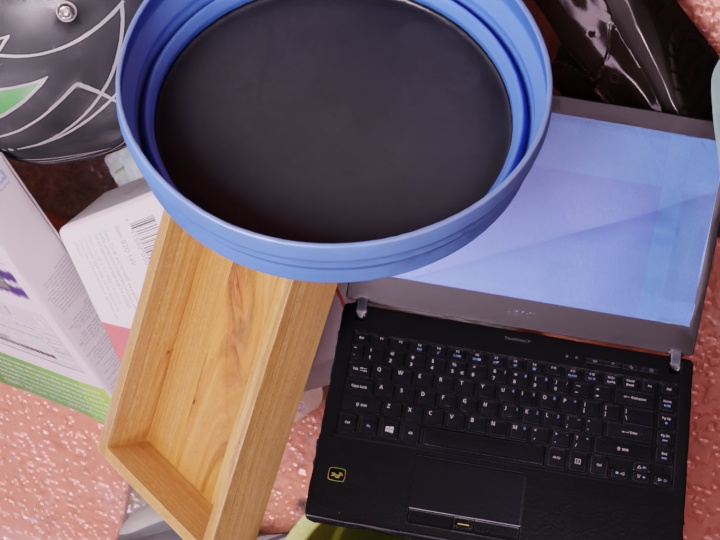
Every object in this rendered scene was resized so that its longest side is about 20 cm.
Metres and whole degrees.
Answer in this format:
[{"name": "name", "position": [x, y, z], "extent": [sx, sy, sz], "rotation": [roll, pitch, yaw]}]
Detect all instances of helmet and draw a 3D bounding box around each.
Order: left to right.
[{"name": "helmet", "position": [-0.156, -0.149, 1.095], "extent": [0.191, 0.200, 0.200], "rotation": [46, 117, 7]}]

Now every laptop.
[{"name": "laptop", "position": [0.078, 0.023, 0.995], "extent": [0.176, 0.201, 0.103], "rotation": [9, 141, 2]}]

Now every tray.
[{"name": "tray", "position": [-0.067, 0.033, 1.050], "extent": [0.099, 0.037, 0.201], "rotation": [40, 123, 36]}]

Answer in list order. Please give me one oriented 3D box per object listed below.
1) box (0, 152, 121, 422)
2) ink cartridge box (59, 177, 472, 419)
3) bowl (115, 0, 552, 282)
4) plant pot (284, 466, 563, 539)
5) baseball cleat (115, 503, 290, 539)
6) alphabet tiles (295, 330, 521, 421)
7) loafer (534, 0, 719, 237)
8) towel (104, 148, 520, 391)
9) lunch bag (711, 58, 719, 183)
[{"name": "box", "position": [-0.203, 0.002, 1.172], "extent": [0.144, 0.036, 0.200], "rotation": [16, 147, 40]}, {"name": "ink cartridge box", "position": [-0.041, -0.011, 1.106], "extent": [0.199, 0.068, 0.117], "rotation": [-18, 103, 24]}, {"name": "bowl", "position": [-0.012, -0.079, 0.981], "extent": [0.200, 0.201, 0.039], "rotation": [19, 146, 12]}, {"name": "plant pot", "position": [0.073, 0.157, 1.124], "extent": [0.199, 0.190, 0.201], "rotation": [6, 112, 17]}, {"name": "baseball cleat", "position": [-0.059, 0.190, 1.229], "extent": [0.199, 0.107, 0.070], "rotation": [5, 124, 23]}, {"name": "alphabet tiles", "position": [0.000, 0.000, 1.190], "extent": [0.200, 0.015, 0.196], "rotation": [-35, 92, 26]}, {"name": "loafer", "position": [0.135, -0.105, 1.083], "extent": [0.071, 0.073, 0.201], "rotation": [-23, 95, 34]}, {"name": "towel", "position": [-0.028, -0.023, 1.161], "extent": [0.199, 0.048, 0.172], "rotation": [-15, 104, 24]}, {"name": "lunch bag", "position": [0.256, -0.071, 0.974], "extent": [0.170, 0.200, 0.122], "rotation": [-16, 103, 24]}]
